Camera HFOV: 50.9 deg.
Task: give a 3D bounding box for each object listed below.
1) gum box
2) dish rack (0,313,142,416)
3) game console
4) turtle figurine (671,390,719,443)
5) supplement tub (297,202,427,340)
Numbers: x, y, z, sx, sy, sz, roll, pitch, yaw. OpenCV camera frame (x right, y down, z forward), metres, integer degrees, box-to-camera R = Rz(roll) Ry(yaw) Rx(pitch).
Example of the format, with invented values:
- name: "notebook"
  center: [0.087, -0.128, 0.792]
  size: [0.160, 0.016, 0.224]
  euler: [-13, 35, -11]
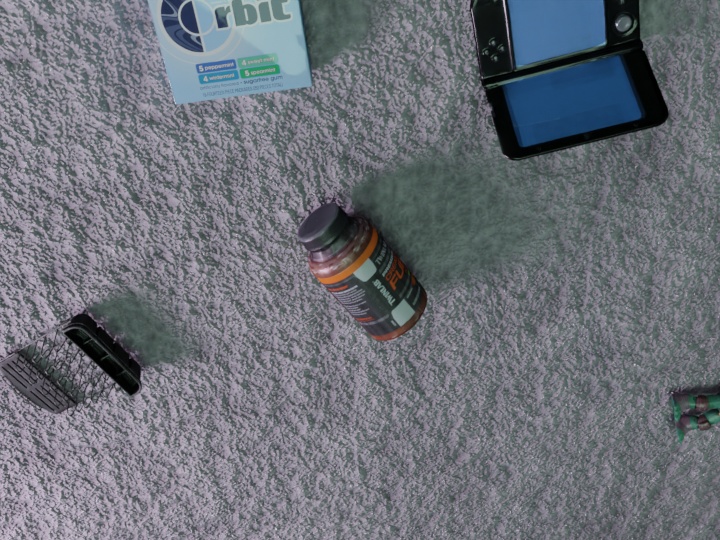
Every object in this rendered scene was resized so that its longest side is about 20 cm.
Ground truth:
- name: "gum box"
  center: [-0.152, -0.302, 0.869]
  size: [0.169, 0.045, 0.201]
  euler: [-8, 125, 1]
- name: "dish rack"
  center: [-0.449, 0.157, 1.156]
  size: [0.199, 0.055, 0.154]
  euler: [-27, 121, 14]
- name: "game console"
  center: [0.245, -0.251, 0.889]
  size: [0.199, 0.117, 0.177]
  euler: [-13, 125, 4]
- name: "turtle figurine"
  center: [0.628, 0.237, 1.261]
  size: [0.199, 0.101, 0.151]
  euler: [-10, 111, 21]
- name: "supplement tub"
  center: [0.000, 0.000, 1.049]
  size: [0.107, 0.107, 0.200]
  euler: [-32, 121, 17]
